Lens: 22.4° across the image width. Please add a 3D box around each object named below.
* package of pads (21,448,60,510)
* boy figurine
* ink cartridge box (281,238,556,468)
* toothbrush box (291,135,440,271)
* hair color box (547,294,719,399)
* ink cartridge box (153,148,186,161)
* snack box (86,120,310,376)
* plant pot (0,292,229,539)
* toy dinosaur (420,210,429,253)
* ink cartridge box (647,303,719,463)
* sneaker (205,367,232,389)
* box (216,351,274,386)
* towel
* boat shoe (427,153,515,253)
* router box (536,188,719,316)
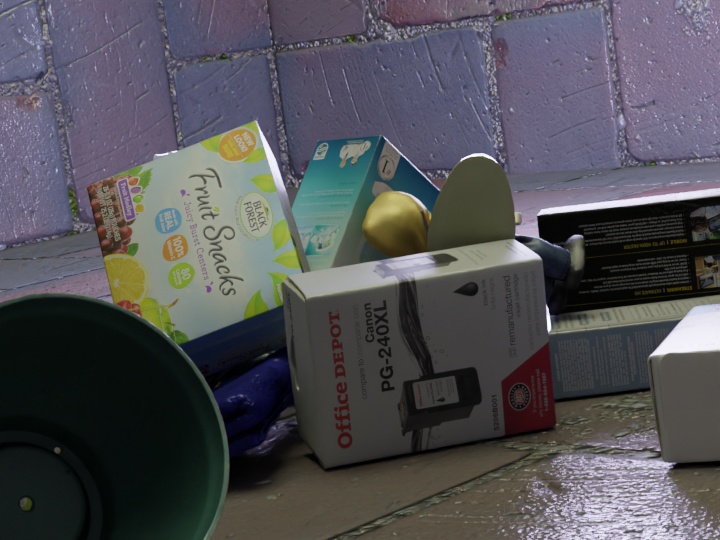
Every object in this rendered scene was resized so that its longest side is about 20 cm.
[{"bbox_3d":[-0.331,0.151,1.474,0.198,0.069,0.155,-8,15,13],"label":"package of pads"},{"bbox_3d":[0.094,-0.014,1.615,0.198,0.125,0.065,14,49,-8],"label":"boy figurine"},{"bbox_3d":[0.046,0.066,1.464,0.198,0.146,0.083,-10,15,-12],"label":"ink cartridge box"},{"bbox_3d":[0.000,0.000,1.668,0.085,0.201,0.146,-2,-30,42],"label":"toothbrush box"},{"bbox_3d":[0.232,0.068,1.604,0.198,0.061,0.099,-7,7,5],"label":"hair color box"},{"bbox_3d":[-0.130,-0.020,1.731,0.067,0.202,0.117,-7,6,22],"label":"ink cartridge box"},{"bbox_3d":[-0.136,-0.012,1.587,0.168,0.201,0.068,-20,-34,4],"label":"snack box"},{"bbox_3d":[-0.198,0.133,1.147,0.199,0.201,0.134,-12,-19,-30],"label":"plant pot"},{"bbox_3d":[0.044,0.055,1.568,0.058,0.201,0.101,21,-1,8],"label":"toy dinosaur"},{"bbox_3d":[0.304,0.077,1.351,0.143,0.085,0.200,-5,6,21],"label":"ink cartridge box"},{"bbox_3d":[-0.175,0.106,1.617,0.200,0.088,0.076,-36,57,-16],"label":"sneaker"},{"bbox_3d":[-0.060,0.091,1.789,0.198,0.050,0.161,-11,4,-18],"label":"box"},{"bbox_3d":[-0.119,0.128,1.492,0.147,0.050,0.200,-31,2,13],"label":"towel"},{"bbox_3d":[0.095,-0.006,1.543,0.073,0.203,0.063,2,22,7],"label":"boat shoe"},{"bbox_3d":[0.270,0.008,1.678,0.198,0.150,0.051,-6,8,14],"label":"router box"}]
